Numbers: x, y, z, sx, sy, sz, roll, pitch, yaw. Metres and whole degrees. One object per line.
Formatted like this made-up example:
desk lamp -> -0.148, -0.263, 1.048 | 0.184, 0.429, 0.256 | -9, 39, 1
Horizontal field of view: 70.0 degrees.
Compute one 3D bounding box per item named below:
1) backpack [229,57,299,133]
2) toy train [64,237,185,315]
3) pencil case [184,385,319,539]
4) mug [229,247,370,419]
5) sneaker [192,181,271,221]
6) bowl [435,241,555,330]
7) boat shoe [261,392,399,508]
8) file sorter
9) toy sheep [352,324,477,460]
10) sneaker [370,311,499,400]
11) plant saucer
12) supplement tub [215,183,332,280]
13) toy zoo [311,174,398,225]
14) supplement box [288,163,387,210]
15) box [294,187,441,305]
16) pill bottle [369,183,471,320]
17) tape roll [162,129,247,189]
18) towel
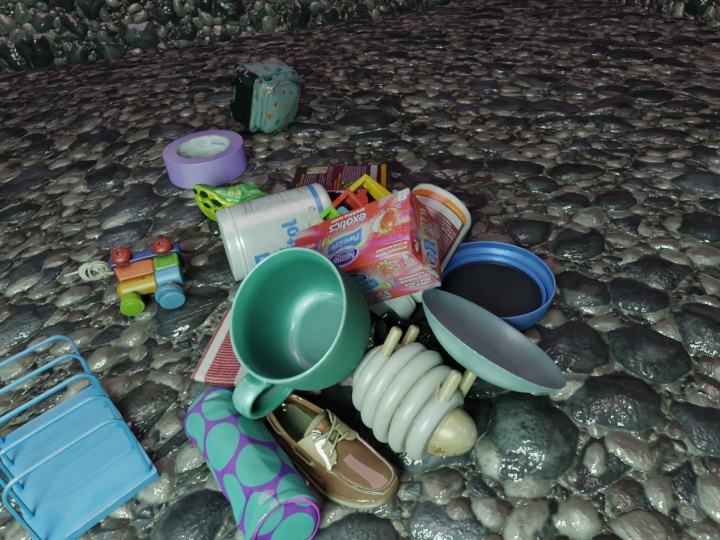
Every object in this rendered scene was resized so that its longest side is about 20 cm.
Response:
backpack -> -0.258, -0.503, 1.471 | 0.151, 0.178, 0.200 | 29, 45, 14
toy train -> -0.399, 0.028, 0.879 | 0.196, 0.086, 0.117 | -15, 52, -14
pencil case -> -0.130, 0.223, 0.582 | 0.084, 0.094, 0.199 | 8, 21, -43
mug -> -0.076, 0.072, 0.619 | 0.183, 0.114, 0.154 | -30, 63, 12
sneaker -> -0.261, -0.145, 1.091 | 0.195, 0.075, 0.084 | 14, 42, 8
bowl -> 0.214, 0.025, 0.842 | 0.195, 0.040, 0.203 | -3, 37, 2
boat shoe -> -0.044, 0.206, 0.606 | 0.197, 0.073, 0.076 | 19, 43, 28
file sorter -> -0.362, 0.194, 0.615 | 0.138, 0.125, 0.198 | -32, 45, -31
toy sheep -> 0.056, 0.147, 0.623 | 0.137, 0.140, 0.199 | -31, 50, -31
sneaker -> 0.104, 0.111, 0.699 | 0.195, 0.092, 0.076 | 10, 37, 16
plant saucer -> 0.152, 0.093, 0.630 | 0.198, 0.039, 0.201 | 27, 15, -8
supplement tub -> -0.148, -0.071, 0.929 | 0.196, 0.134, 0.132 | -18, 39, -16
toy zoo -> 0.016, -0.091, 0.912 | 0.131, 0.020, 0.200 | 44, 48, -1
supplement box -> -0.041, -0.154, 1.062 | 0.195, 0.087, 0.111 | -1, 37, 4
box -> 0.006, -0.018, 0.710 | 0.197, 0.095, 0.102 | -17, 54, 30
pill bottle -> 0.081, -0.024, 0.809 | 0.113, 0.115, 0.202 | 23, 71, 32
tape roll -> -0.384, -0.280, 1.282 | 0.195, 0.067, 0.202 | -2, 38, 2
towel -> -0.136, 0.119, 0.773 | 0.195, 0.023, 0.145 | 3, 40, 13
